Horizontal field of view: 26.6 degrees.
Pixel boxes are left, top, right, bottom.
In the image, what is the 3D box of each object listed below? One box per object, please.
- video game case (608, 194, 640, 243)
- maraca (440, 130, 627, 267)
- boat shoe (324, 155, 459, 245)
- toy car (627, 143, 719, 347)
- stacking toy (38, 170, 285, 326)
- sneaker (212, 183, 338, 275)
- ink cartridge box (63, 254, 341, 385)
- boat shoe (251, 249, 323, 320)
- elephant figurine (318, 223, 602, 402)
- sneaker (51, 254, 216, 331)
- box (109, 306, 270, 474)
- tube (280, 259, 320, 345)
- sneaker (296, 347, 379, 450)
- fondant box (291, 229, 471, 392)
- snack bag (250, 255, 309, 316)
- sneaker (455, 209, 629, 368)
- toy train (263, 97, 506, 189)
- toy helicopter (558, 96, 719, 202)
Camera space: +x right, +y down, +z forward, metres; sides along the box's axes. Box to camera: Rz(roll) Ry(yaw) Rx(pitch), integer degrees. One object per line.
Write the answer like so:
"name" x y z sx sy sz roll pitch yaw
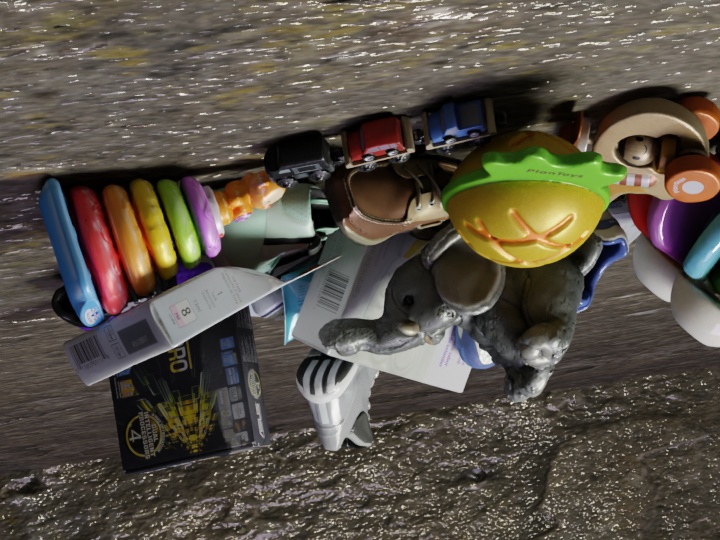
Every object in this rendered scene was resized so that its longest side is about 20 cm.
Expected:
"video game case" 0.204 -0.049 1.576 0.179 0.046 0.200 -9 168 -7
"maraca" 0.137 -0.063 1.221 0.136 0.108 0.200 2 166 -8
"boat shoe" 0.044 -0.069 1.306 0.073 0.076 0.199 -22 172 30
"toy car" 0.318 -0.047 1.386 0.149 0.200 0.175 34 104 -27
"stacking toy" -0.153 -0.038 1.248 0.198 0.111 0.116 -19 168 -9
"sneaker" -0.070 -0.025 1.380 0.117 0.075 0.200 -4 167 5
"ink cartridge box" -0.137 0.026 1.314 0.199 0.057 0.162 -34 -174 -39
"boat shoe" -0.043 0.018 1.517 0.072 0.062 0.200 -30 -179 27
"elephant figurine" 0.089 0.020 1.350 0.199 0.156 0.142 26 131 -2
"sneaker" -0.223 0.022 1.515 0.199 0.070 0.099 -16 165 26
"box" -0.186 0.101 1.595 0.160 0.202 0.049 -13 170 19
"tube" 0.000 0.000 1.472 0.199 0.078 0.050 -27 -143 -33
"sneaker" -0.011 0.116 1.533 0.074 0.117 0.200 -1 -157 21
"fondant box" 0.043 0.023 1.445 0.058 0.145 0.199 22 -178 44
"snack bag" -0.064 0.018 1.733 0.199 0.022 0.188 -22 164 36
"sneaker" 0.169 0.020 1.435 0.075 0.088 0.201 32 100 -36
"toy train" 0.017 -0.103 1.202 0.198 0.034 0.046 -12 158 13
"toy helicopter" 0.211 -0.086 1.310 0.131 0.080 0.200 19 146 -19
